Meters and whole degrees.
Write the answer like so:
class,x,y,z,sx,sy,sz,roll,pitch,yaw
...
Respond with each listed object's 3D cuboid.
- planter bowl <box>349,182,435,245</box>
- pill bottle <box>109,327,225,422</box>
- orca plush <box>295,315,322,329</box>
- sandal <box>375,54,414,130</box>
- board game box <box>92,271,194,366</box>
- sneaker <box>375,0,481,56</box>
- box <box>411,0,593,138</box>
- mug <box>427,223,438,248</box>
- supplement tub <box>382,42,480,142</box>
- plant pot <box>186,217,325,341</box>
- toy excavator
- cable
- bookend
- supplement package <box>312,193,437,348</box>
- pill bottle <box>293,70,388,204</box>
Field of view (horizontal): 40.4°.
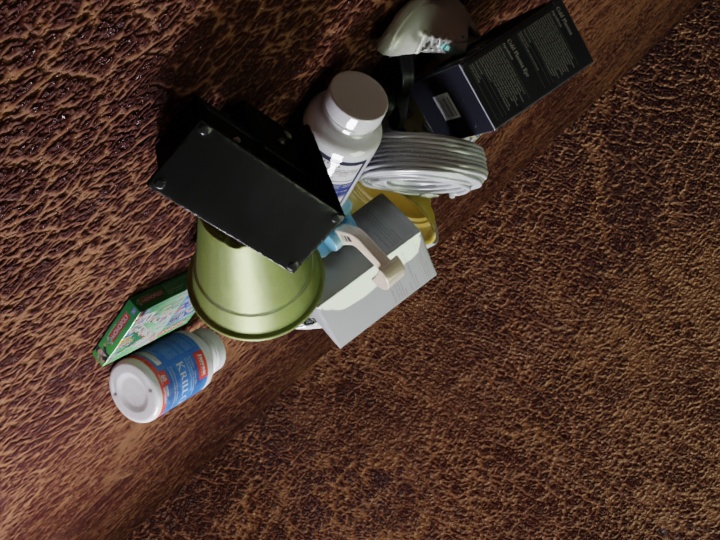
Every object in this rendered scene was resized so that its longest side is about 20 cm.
class,x,y,z,sx,sy,sz,roll,pitch,yaw
planter bowl,0.054,-0.132,1.623,0.084,0.199,0.201,-59,177,-19
pill bottle,-0.320,0.168,1.662,0.112,0.112,0.200,-49,170,34
orca plush,-0.026,0.044,1.651,0.197,0.106,0.072,-4,127,-17
sandal,0.043,-0.267,1.431,0.047,0.076,0.201,-8,164,-5
board game box,-0.306,0.063,1.498,0.135,0.029,0.200,-48,170,33
sneaker,0.102,-0.320,1.327,0.200,0.089,0.075,-35,169,-46
box,0.193,-0.278,1.387,0.181,0.105,0.200,-36,-168,-13
mug,0.055,-0.092,2.022,0.174,0.149,0.200,-27,-168,21
supplement tub,0.139,-0.264,1.575,0.200,0.145,0.145,-45,171,13
plant pot,-0.148,-0.038,1.320,0.200,0.200,0.191,-39,157,-21
toy excavator,-0.035,-0.062,1.441,0.100,0.196,0.200,-38,-161,-17
cable,0.089,-0.155,1.429,0.198,0.070,0.199,5,176,-26
bookend,-0.135,-0.128,1.083,0.092,0.198,0.201,-45,-145,19
supplement package,0.000,0.000,1.538,0.199,0.117,0.117,-36,140,-9
pill bottle,-0.036,-0.173,1.328,0.111,0.111,0.200,-36,169,-37
